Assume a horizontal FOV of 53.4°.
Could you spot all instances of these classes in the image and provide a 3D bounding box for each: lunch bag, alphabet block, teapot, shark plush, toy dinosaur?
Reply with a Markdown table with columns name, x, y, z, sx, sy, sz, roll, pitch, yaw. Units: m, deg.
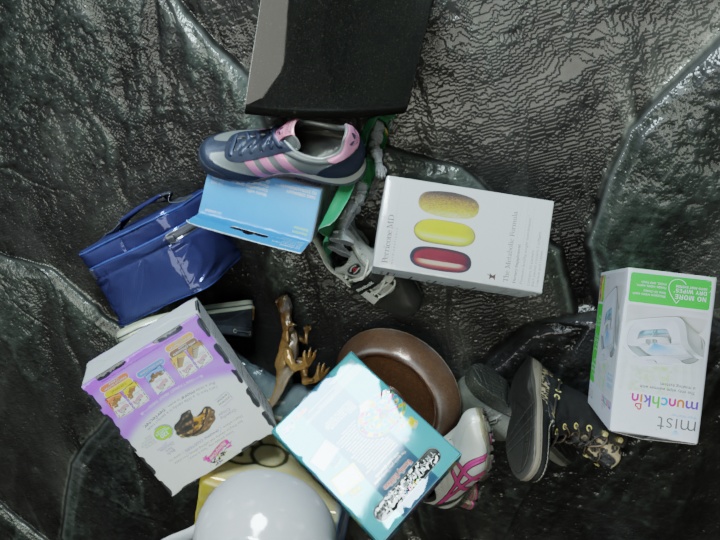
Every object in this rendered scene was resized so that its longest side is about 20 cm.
| name | x | y | z | sx | sy | sz | roll | pitch | yaw |
| --- | --- | --- | --- | --- | --- | --- | --- | --- | --- |
| lunch bag | -0.271 | -0.030 | 0.981 | 0.199 | 0.136 | 0.133 | -24 | 104 | 20 |
| alphabet block | -0.119 | 0.351 | 1.060 | 0.199 | 0.195 | 0.198 | 14 | 111 | 8 |
| teapot | -0.132 | 0.357 | 0.884 | 0.197 | 0.146 | 0.200 | 44 | 113 | -5 |
| shark plush | -0.115 | 0.170 | 1.072 | 0.200 | 0.091 | 0.084 | 37 | 116 | 26 |
| toy dinosaur | -0.104 | 0.138 | 1.028 | 0.106 | 0.060 | 0.201 | 7 | 83 | 38 |

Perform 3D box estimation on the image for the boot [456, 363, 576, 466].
| name | x | y | z | sx | sy | sz | roll | pitch | yaw |
| --- | --- | --- | --- | --- | --- | --- | --- | --- | --- |
| boot | 0.196 | 0.230 | 1.026 | 0.200 | 0.068 | 0.131 | 37 | 123 | 0 |

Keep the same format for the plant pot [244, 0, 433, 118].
| name | x | y | z | sx | sy | sz | roll | pitch | yaw |
| --- | --- | --- | --- | --- | --- | --- | --- | --- | --- |
| plant pot | -0.019 | -0.275 | 0.814 | 0.176 | 0.200 | 0.201 | 11 | 112 | -4 |

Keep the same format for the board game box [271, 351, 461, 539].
| name | x | y | z | sx | sy | sz | roll | pitch | yaw |
| --- | --- | --- | --- | --- | --- | --- | --- | --- | --- |
| board game box | 0.007 | 0.229 | 0.933 | 0.200 | 0.047 | 0.151 | 41 | 72 | 20 |

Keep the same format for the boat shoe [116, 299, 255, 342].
| name | x | y | z | sx | sy | sz | roll | pitch | yaw |
| --- | --- | --- | --- | --- | --- | --- | --- | --- | --- |
| boat shoe | -0.236 | 0.084 | 0.997 | 0.074 | 0.199 | 0.063 | -14 | 84 | 55 |

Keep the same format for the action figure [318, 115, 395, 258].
| name | x | y | z | sx | sy | sz | roll | pitch | yaw |
| --- | --- | --- | --- | --- | --- | --- | --- | --- | --- |
| action figure | 0.003 | -0.118 | 0.886 | 0.054 | 0.118 | 0.201 | 19 | 72 | -2 |

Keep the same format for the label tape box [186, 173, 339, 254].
| name | x | y | z | sx | sy | sz | roll | pitch | yaw |
| --- | --- | --- | --- | --- | --- | --- | --- | --- | --- |
| label tape box | -0.108 | -0.101 | 0.883 | 0.142 | 0.200 | 0.067 | 14 | 116 | 6 |

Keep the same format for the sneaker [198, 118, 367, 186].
| name | x | y | z | sx | sy | sz | roll | pitch | yaw |
| --- | --- | --- | --- | --- | --- | --- | --- | --- | --- |
| sneaker | -0.093 | -0.145 | 0.809 | 0.198 | 0.082 | 0.071 | 1 | 66 | 5 |

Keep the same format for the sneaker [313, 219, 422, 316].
| name | x | y | z | sx | sy | sz | roll | pitch | yaw |
| --- | --- | --- | --- | --- | --- | --- | --- | --- | --- |
| sneaker | 0.000 | 0.000 | 0.962 | 0.200 | 0.089 | 0.074 | 42 | 111 | -7 |

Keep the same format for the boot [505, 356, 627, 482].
| name | x | y | z | sx | sy | sz | roll | pitch | yaw |
| --- | --- | --- | --- | --- | --- | --- | --- | --- | --- |
| boot | 0.268 | 0.211 | 0.927 | 0.150 | 0.200 | 0.073 | 27 | 121 | -5 |

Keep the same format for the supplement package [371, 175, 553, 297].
| name | x | y | z | sx | sy | sz | roll | pitch | yaw |
| --- | --- | --- | --- | --- | --- | --- | --- | --- | --- |
| supplement package | 0.118 | -0.038 | 0.877 | 0.198 | 0.110 | 0.115 | 8 | 86 | 0 |

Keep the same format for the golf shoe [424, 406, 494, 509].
| name | x | y | z | sx | sy | sz | roll | pitch | yaw |
| --- | --- | --- | --- | --- | --- | --- | --- | --- | --- |
| golf shoe | 0.127 | 0.264 | 0.980 | 0.091 | 0.073 | 0.201 | 2 | 129 | -9 |

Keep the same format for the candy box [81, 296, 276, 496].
| name | x | y | z | sx | sy | sz | roll | pitch | yaw |
| --- | --- | --- | --- | --- | --- | --- | --- | --- | --- |
| candy box | -0.231 | 0.166 | 0.938 | 0.167 | 0.072 | 0.201 | -31 | 113 | -3 |

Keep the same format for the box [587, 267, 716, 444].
| name | x | y | z | sx | sy | sz | roll | pitch | yaw |
| --- | --- | --- | --- | --- | --- | --- | --- | --- | --- |
| box | 0.333 | 0.091 | 0.835 | 0.096 | 0.200 | 0.178 | 7 | 91 | 11 |

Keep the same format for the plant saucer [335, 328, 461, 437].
| name | x | y | z | sx | sy | sz | roll | pitch | yaw |
| --- | --- | --- | --- | --- | --- | --- | --- | --- | --- |
| plant saucer | 0.044 | 0.180 | 1.020 | 0.199 | 0.034 | 0.202 | 10 | 114 | 24 |
